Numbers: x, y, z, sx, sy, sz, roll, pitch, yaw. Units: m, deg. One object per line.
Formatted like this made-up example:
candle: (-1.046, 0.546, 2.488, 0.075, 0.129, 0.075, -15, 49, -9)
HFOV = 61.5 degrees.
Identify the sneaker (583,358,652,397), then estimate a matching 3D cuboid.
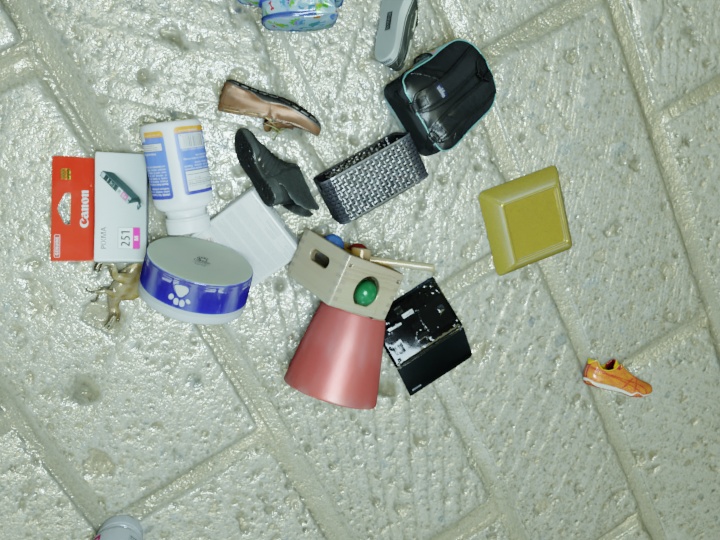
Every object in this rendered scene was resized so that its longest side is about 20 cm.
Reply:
sneaker: (0.639, 0.263, 1.483, 0.197, 0.073, 0.078, 17, 88, -19)

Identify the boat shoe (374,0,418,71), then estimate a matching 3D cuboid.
boat shoe: (0.078, -0.494, 1.183, 0.063, 0.070, 0.203, 13, 91, -49)

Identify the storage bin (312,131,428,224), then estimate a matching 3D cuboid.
storage bin: (0.018, -0.184, 1.195, 0.198, 0.135, 0.095, -29, 107, -6)

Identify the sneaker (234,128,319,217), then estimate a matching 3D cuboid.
sneaker: (-0.164, -0.192, 1.189, 0.104, 0.060, 0.202, -19, 78, -43)

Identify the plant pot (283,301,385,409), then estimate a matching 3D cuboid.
plant pot: (-0.038, 0.167, 1.245, 0.198, 0.200, 0.180, 17, 88, -16)

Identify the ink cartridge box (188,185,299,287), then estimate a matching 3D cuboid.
ink cartridge box: (-0.241, -0.049, 1.222, 0.199, 0.050, 0.162, -33, 109, 15)

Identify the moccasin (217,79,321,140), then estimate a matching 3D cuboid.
moccasin: (-0.172, -0.296, 1.159, 0.199, 0.074, 0.079, 15, 108, -19)

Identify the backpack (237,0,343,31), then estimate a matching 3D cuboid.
backpack: (-0.124, -0.503, 1.066, 0.197, 0.183, 0.149, 0, 102, -8)

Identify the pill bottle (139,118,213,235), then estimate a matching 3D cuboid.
pill bottle: (-0.336, -0.173, 1.126, 0.110, 0.112, 0.203, -9, 105, -11)

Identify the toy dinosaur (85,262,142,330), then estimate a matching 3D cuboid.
toy dinosaur: (-0.463, 0.013, 1.177, 0.101, 0.058, 0.201, 30, 98, -33)

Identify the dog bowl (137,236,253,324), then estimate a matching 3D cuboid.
dog bowl: (-0.301, 0.015, 1.116, 0.197, 0.201, 0.080, 14, 111, -16)

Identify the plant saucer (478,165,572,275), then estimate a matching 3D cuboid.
plant saucer: (0.380, -0.106, 1.348, 0.197, 0.048, 0.203, -21, 106, -9)

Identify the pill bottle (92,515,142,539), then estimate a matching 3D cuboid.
pill bottle: (-0.496, 0.593, 1.213, 0.112, 0.200, 0.115, -3, 103, -13)

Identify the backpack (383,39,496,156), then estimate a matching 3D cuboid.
backpack: (0.158, -0.342, 1.182, 0.200, 0.153, 0.177, -41, 108, -11)

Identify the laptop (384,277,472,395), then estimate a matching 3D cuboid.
laptop: (0.137, 0.151, 1.367, 0.176, 0.103, 0.201, -31, 82, -5)

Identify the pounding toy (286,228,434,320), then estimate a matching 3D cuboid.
pounding toy: (0.000, 0.000, 1.182, 0.183, 0.199, 0.144, 18, 99, -43)

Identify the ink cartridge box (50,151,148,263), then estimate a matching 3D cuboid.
ink cartridge box: (-0.481, -0.116, 1.115, 0.171, 0.044, 0.203, 0, 87, -14)
